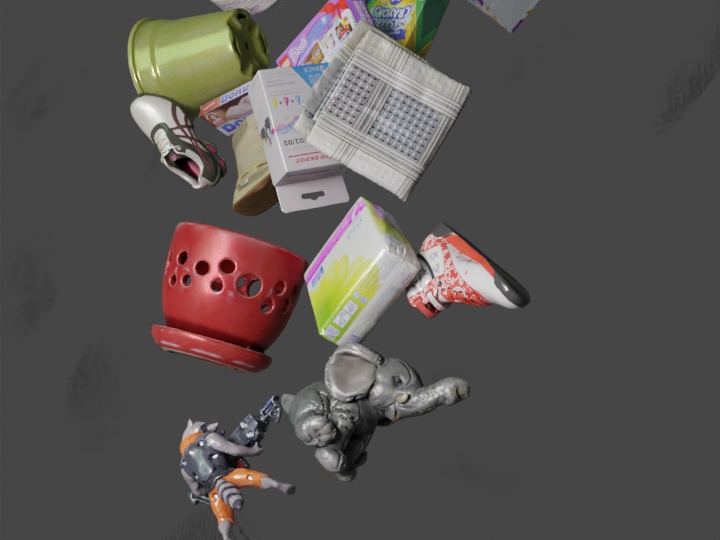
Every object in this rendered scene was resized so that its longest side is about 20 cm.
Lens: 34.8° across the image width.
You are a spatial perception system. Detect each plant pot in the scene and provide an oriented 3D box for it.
[{"bbox_3d":[-0.190,0.044,1.647,0.200,0.200,0.183,5,78,45],"label":"plant pot"},{"bbox_3d":[-0.264,-0.361,1.976,0.184,0.200,0.201,-12,58,25],"label":"plant pot"}]

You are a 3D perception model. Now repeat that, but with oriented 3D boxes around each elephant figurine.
[{"bbox_3d":[0.015,0.158,1.454,0.200,0.155,0.142,-44,0,0],"label":"elephant figurine"}]

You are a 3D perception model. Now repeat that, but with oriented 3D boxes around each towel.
[{"bbox_3d":[0.029,-0.228,1.623,0.193,0.200,0.035,-58,-2,0],"label":"towel"}]

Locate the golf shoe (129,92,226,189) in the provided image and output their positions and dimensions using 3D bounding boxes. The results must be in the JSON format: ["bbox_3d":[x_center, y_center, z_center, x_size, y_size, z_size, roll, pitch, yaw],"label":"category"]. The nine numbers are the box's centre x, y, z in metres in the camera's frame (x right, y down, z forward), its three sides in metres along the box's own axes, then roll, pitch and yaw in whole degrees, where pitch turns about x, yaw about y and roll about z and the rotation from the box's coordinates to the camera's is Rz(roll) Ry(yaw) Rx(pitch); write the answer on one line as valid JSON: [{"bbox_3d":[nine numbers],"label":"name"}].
[{"bbox_3d":[-0.309,-0.217,1.912,0.077,0.200,0.088,-46,4,24],"label":"golf shoe"}]

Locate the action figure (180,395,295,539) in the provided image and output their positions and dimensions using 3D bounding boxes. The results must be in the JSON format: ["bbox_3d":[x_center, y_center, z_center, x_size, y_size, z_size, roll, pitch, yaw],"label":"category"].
[{"bbox_3d":[-0.176,0.260,1.576,0.193,0.105,0.200,37,96,38],"label":"action figure"}]

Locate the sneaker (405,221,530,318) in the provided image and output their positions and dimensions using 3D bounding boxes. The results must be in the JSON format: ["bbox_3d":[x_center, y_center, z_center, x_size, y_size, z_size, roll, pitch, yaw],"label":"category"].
[{"bbox_3d":[0.127,0.026,1.451,0.108,0.067,0.201,-53,39,7],"label":"sneaker"}]

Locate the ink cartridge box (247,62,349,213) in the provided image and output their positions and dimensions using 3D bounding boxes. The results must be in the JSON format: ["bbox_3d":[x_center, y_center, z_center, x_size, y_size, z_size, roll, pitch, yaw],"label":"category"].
[{"bbox_3d":[-0.081,-0.195,1.680,0.068,0.115,0.200,-36,68,64],"label":"ink cartridge box"}]

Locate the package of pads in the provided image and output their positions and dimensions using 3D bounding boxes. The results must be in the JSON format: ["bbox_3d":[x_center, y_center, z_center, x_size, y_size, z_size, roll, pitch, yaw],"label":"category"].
[{"bbox_3d":[0.000,0.000,1.539,0.155,0.068,0.200,-52,22,14],"label":"package of pads"}]

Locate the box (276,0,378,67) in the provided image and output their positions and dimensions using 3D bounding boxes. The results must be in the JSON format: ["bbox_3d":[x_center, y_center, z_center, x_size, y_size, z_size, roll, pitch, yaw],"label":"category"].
[{"bbox_3d":[-0.041,-0.314,1.739,0.200,0.039,0.137,-36,75,49],"label":"box"}]

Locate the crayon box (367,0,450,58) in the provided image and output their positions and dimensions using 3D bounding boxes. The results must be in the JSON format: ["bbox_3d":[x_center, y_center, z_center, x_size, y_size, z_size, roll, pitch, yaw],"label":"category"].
[{"bbox_3d":[0.043,-0.341,1.756,0.126,0.052,0.200,13,76,47],"label":"crayon box"}]

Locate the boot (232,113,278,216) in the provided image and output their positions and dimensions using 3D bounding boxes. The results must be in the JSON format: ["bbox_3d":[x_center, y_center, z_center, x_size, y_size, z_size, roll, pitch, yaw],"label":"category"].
[{"bbox_3d":[-0.130,-0.193,1.815,0.200,0.073,0.156,-32,50,36],"label":"boot"}]

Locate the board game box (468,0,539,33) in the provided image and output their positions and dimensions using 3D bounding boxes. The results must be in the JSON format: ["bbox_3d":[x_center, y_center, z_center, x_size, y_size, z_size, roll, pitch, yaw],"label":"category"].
[{"bbox_3d":[0.173,-0.445,1.656,0.105,0.103,0.200,-49,43,10],"label":"board game box"}]

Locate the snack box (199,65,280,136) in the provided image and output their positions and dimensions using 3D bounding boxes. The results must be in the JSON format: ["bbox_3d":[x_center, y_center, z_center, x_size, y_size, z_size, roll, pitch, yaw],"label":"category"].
[{"bbox_3d":[-0.173,-0.282,1.910,0.200,0.072,0.024,-19,55,35],"label":"snack box"}]

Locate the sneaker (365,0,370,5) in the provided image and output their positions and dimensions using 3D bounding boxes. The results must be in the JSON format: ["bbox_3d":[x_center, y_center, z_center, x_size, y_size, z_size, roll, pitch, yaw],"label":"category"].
[{"bbox_3d":[-0.033,-0.434,1.834,0.076,0.115,0.201,-8,62,40],"label":"sneaker"}]

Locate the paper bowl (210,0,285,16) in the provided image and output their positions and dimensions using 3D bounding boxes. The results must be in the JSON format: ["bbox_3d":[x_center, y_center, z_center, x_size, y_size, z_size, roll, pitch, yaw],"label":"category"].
[{"bbox_3d":[-0.180,-0.540,2.044,0.201,0.104,0.201,-23,52,33],"label":"paper bowl"}]
